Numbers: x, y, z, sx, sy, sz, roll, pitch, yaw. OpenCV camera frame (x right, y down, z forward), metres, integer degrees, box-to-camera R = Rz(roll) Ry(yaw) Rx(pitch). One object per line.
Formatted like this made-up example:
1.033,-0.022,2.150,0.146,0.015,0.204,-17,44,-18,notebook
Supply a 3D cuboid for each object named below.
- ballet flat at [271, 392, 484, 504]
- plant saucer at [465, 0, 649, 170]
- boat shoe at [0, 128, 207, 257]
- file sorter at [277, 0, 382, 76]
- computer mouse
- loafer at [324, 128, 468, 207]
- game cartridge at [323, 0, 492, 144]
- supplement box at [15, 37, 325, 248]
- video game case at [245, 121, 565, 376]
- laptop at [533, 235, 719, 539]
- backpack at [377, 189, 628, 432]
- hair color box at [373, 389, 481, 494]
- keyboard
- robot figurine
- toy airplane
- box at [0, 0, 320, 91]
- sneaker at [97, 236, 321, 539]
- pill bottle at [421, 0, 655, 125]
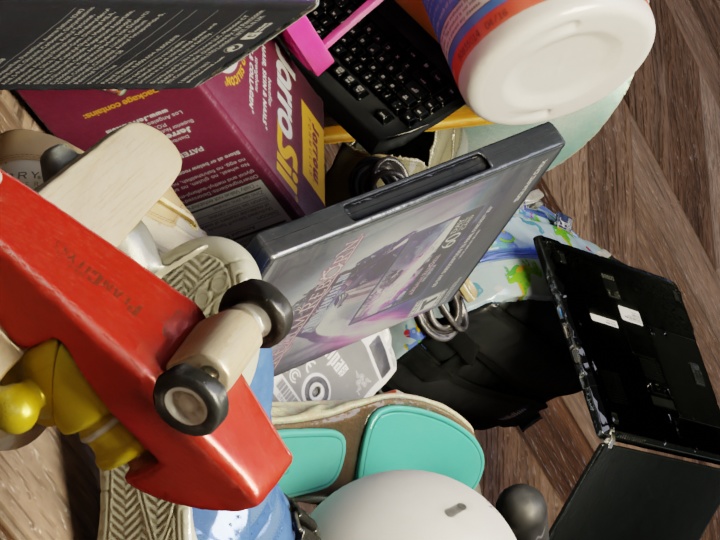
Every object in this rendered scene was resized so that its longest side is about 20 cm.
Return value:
-0.020,0.086,1.366,0.200,0.062,0.068,7,103,-46,ballet flat
0.079,-0.152,1.639,0.039,0.201,0.201,17,55,-54,plant saucer
-0.111,-0.020,1.281,0.200,0.074,0.069,28,52,-63,boat shoe
-0.054,-0.233,1.415,0.200,0.125,0.139,48,-3,34,file sorter
-0.019,0.040,1.438,0.200,0.044,0.110,-48,119,-31,computer mouse
-0.001,-0.039,1.528,0.070,0.075,0.200,81,28,-47,loafer
-0.013,-0.164,1.545,0.032,0.176,0.200,85,-2,-60,game cartridge
-0.098,-0.095,1.369,0.200,0.086,0.110,52,26,-44,supplement box
0.000,0.000,1.345,0.200,0.143,0.019,-23,68,-39,video game case
0.138,0.101,1.605,0.177,0.103,0.200,16,52,-56,laptop
0.067,0.023,1.642,0.200,0.163,0.154,-10,73,-64,backpack
0.036,0.177,1.519,0.111,0.064,0.200,28,47,-65,hair color box
-0.034,-0.143,1.491,0.200,0.104,0.040,44,-23,23,keyboard
0.027,0.183,1.347,0.200,0.125,0.150,83,13,-56,robot figurine
-0.141,0.019,1.108,0.200,0.141,0.199,2,53,-32,toy airplane
-0.138,-0.162,1.172,0.200,0.104,0.148,-5,74,-41,box
-0.065,0.091,1.247,0.111,0.077,0.200,27,65,-61,sneaker
0.075,-0.189,1.473,0.112,0.112,0.200,35,30,-60,pill bottle
